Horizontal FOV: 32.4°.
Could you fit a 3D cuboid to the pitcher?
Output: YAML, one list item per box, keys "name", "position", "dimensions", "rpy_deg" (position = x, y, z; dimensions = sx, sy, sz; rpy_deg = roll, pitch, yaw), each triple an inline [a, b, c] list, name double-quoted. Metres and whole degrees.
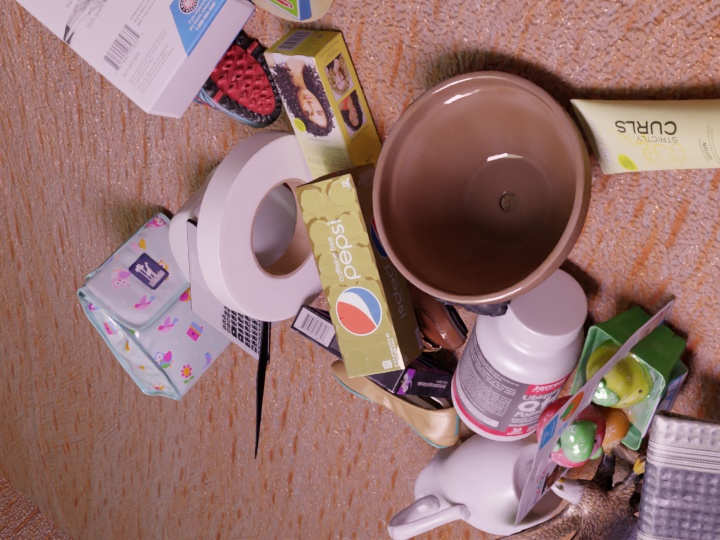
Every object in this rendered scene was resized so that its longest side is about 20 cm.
- name: "pitcher"
  position: [0.133, 0.261, 1.443]
  dimensions: [0.122, 0.171, 0.199]
  rpy_deg: [59, 149, -7]

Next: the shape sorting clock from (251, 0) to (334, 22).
- name: "shape sorting clock"
  position: [-0.098, -0.318, 1.157]
  dimensions: [0.199, 0.039, 0.201]
  rpy_deg: [34, 152, 21]

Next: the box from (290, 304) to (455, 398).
- name: "box"
  position: [0.024, 0.094, 1.400]
  dimensions: [0.142, 0.036, 0.200]
  rpy_deg: [30, -177, 23]

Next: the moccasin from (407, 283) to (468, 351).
- name: "moccasin"
  position: [0.049, 0.053, 1.340]
  dimensions: [0.201, 0.078, 0.074]
  rpy_deg: [25, 151, 58]

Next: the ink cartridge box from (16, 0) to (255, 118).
- name: "ink cartridge box"
  position: [-0.230, -0.274, 1.252]
  dimensions: [0.200, 0.145, 0.084]
  rpy_deg: [40, -168, 11]

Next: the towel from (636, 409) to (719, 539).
- name: "towel"
  position: [0.362, 0.223, 1.157]
  dimensions: [0.197, 0.035, 0.195]
  rpy_deg: [7, 115, 14]

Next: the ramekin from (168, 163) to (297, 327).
- name: "ramekin"
  position: [-0.140, -0.024, 1.503]
  dimensions: [0.199, 0.098, 0.202]
  rpy_deg: [30, 146, 23]

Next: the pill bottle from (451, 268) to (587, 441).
- name: "pill bottle"
  position: [0.162, 0.082, 1.252]
  dimensions: [0.110, 0.111, 0.201]
  rpy_deg: [36, 149, 14]

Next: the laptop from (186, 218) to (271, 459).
- name: "laptop"
  position: [-0.160, 0.080, 1.441]
  dimensions: [0.199, 0.116, 0.188]
  rpy_deg: [34, 147, 18]

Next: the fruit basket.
- name: "fruit basket"
  position: [0.222, 0.139, 1.162]
  dimensions: [0.093, 0.200, 0.186]
  rpy_deg: [32, 147, 21]

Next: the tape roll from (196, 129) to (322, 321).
- name: "tape roll"
  position: [-0.089, -0.047, 1.315]
  dimensions: [0.037, 0.203, 0.204]
  rpy_deg: [16, 139, 38]

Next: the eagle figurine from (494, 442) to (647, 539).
- name: "eagle figurine"
  position: [0.230, 0.261, 1.288]
  dimensions: [0.150, 0.201, 0.152]
  rpy_deg: [34, 178, 7]

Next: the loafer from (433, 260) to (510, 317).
- name: "loafer"
  position: [0.091, -0.002, 1.219]
  dimensions: [0.070, 0.069, 0.201]
  rpy_deg: [15, -174, -14]

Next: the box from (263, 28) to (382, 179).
- name: "box"
  position: [-0.027, -0.146, 1.269]
  dimensions: [0.075, 0.050, 0.201]
  rpy_deg: [13, 137, 42]

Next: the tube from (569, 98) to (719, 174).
- name: "tube"
  position: [0.254, -0.106, 0.984]
  dimensions: [0.199, 0.051, 0.059]
  rpy_deg: [8, 93, 53]

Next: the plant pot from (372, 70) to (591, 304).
- name: "plant pot"
  position: [0.117, -0.067, 1.105]
  dimensions: [0.200, 0.203, 0.092]
  rpy_deg: [27, -175, 27]

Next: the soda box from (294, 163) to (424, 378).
- name: "soda box"
  position: [0.000, 0.000, 1.241]
  dimensions: [0.067, 0.064, 0.202]
  rpy_deg: [-12, 98, 26]

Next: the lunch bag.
- name: "lunch bag"
  position: [-0.268, 0.045, 1.666]
  dimensions: [0.121, 0.171, 0.201]
  rpy_deg: [2, 132, 50]

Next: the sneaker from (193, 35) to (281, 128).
- name: "sneaker"
  position: [-0.157, -0.216, 1.338]
  dimensions: [0.200, 0.079, 0.096]
  rpy_deg: [40, 167, 17]

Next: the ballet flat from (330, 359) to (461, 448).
- name: "ballet flat"
  position: [0.048, 0.141, 1.519]
  dimensions: [0.199, 0.068, 0.064]
  rpy_deg: [31, 120, 30]
